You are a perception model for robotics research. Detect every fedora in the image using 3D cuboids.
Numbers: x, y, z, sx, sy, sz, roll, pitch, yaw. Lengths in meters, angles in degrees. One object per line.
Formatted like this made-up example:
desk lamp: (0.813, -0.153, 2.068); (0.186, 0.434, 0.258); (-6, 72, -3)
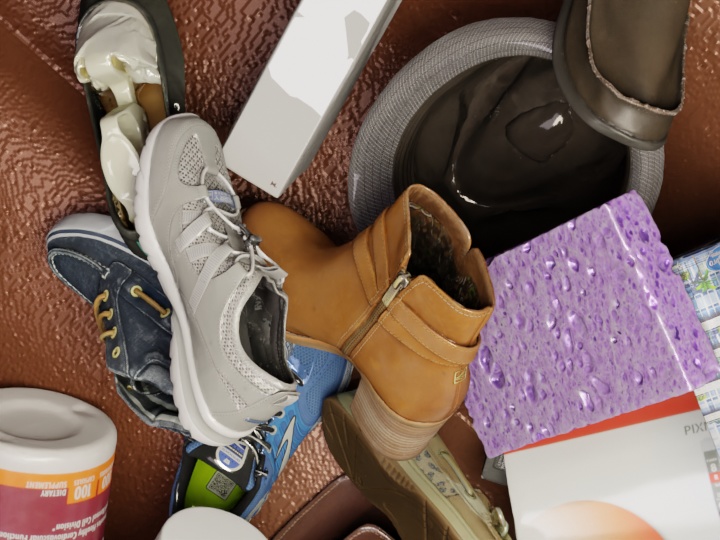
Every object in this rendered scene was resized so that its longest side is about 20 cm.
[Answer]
fedora: (0.097, -0.071, 1.329); (0.177, 0.090, 0.200); (41, 117, -1)

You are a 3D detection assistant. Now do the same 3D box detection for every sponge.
sponge: (0.113, 0.035, 1.234); (0.200, 0.030, 0.112); (-27, 87, 56)

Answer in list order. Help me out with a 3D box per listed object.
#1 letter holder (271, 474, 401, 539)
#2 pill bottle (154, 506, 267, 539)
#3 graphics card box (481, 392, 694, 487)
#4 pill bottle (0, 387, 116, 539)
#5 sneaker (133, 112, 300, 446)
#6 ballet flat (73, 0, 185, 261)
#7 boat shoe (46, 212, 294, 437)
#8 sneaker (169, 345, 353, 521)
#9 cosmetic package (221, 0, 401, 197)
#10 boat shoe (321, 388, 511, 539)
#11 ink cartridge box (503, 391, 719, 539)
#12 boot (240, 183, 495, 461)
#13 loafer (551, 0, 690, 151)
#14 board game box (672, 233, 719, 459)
letter holder: (-0.028, 0.255, 1.449); (0.142, 0.101, 0.200); (39, 110, 0)
pill bottle: (-0.127, 0.251, 1.404); (0.112, 0.112, 0.200); (30, 121, 2)
graphics card box: (0.188, 0.101, 1.384); (0.199, 0.051, 0.126); (18, 110, 7)
pill bottle: (-0.232, 0.191, 1.463); (0.114, 0.114, 0.201); (12, 108, 8)
sneaker: (-0.075, -0.001, 1.288); (0.082, 0.075, 0.201); (-20, 78, 35)
ballet flat: (-0.141, -0.106, 1.345); (0.068, 0.068, 0.201); (-16, 81, 15)
boat shoe: (-0.144, 0.033, 1.375); (0.200, 0.091, 0.071); (24, 147, 31)
sneaker: (-0.066, 0.102, 1.416); (0.078, 0.089, 0.201); (28, 108, 2)
cosmetic package: (-0.016, -0.148, 1.334); (0.051, 0.083, 0.201); (30, 109, 1)
boat shoe: (0.052, 0.142, 1.367); (0.200, 0.062, 0.073); (50, 149, 30)
ink cartridge box: (0.167, 0.119, 1.340); (0.161, 0.050, 0.201); (-14, 109, 17)
boot: (0.000, 0.000, 1.275); (0.200, 0.076, 0.156); (58, 148, 26)
loafer: (0.155, -0.157, 1.235); (0.073, 0.201, 0.071); (16, 141, -19)
board game box: (0.257, 0.067, 1.258); (0.061, 0.200, 0.201); (-23, 89, 28)
